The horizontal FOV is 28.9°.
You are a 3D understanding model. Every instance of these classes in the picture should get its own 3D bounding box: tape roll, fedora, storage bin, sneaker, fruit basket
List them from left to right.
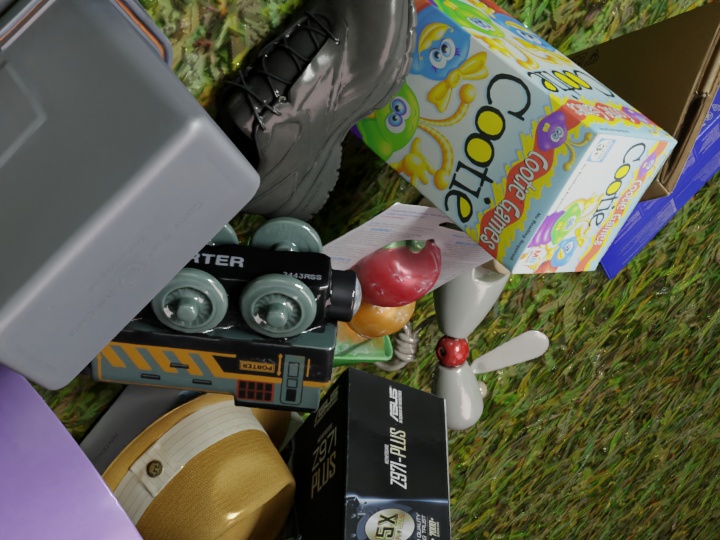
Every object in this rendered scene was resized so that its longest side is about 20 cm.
[{"bbox_3d":[-0.199,0.152,0.836,0.085,0.200,0.200,-36,149,-20],"label":"tape roll"},{"bbox_3d":[-0.158,-0.047,0.712,0.200,0.134,0.146,-46,151,-3],"label":"storage bin"},{"bbox_3d":[-0.110,0.173,1.006,0.200,0.082,0.201,-34,149,-25],"label":"fedora"},{"bbox_3d":[-0.036,-0.112,0.859,0.091,0.076,0.200,4,122,-46],"label":"sneaker"},{"bbox_3d":[0.000,0.000,0.961,0.200,0.094,0.185,-35,157,31],"label":"fruit basket"}]

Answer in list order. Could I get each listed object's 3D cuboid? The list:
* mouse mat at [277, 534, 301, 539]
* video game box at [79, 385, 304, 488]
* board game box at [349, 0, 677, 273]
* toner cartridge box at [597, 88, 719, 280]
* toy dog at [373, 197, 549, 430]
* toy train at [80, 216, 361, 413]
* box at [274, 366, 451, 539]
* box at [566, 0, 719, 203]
[{"bbox_3d":[-0.133,0.232,0.872,0.200,0.008,0.161,-36,180,-27],"label":"mouse mat"},{"bbox_3d":[-0.158,0.165,1.066,0.200,0.047,0.182,-50,153,6],"label":"video game box"},{"bbox_3d":[0.080,-0.098,0.892,0.103,0.200,0.105,-2,128,-52],"label":"board game box"},{"bbox_3d":[0.286,-0.089,1.335,0.200,0.043,0.095,-45,152,-2],"label":"toner cartridge box"},{"bbox_3d":[0.096,0.021,1.132,0.096,0.132,0.200,-20,142,-42],"label":"toy dog"},{"bbox_3d":[-0.101,0.027,0.852,0.200,0.085,0.114,5,127,-3],"label":"toy train"},{"bbox_3d":[-0.017,0.200,1.032,0.086,0.164,0.200,20,134,-18],"label":"box"},{"bbox_3d":[0.169,-0.104,0.991,0.021,0.200,0.164,38,63,-24],"label":"box"}]
